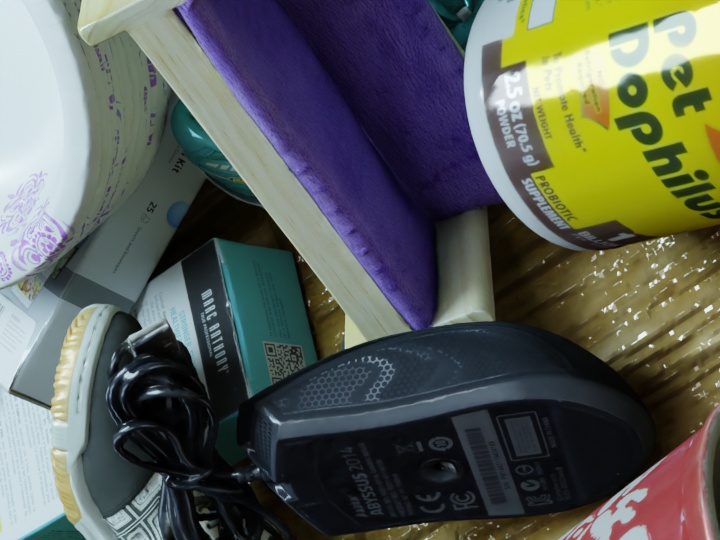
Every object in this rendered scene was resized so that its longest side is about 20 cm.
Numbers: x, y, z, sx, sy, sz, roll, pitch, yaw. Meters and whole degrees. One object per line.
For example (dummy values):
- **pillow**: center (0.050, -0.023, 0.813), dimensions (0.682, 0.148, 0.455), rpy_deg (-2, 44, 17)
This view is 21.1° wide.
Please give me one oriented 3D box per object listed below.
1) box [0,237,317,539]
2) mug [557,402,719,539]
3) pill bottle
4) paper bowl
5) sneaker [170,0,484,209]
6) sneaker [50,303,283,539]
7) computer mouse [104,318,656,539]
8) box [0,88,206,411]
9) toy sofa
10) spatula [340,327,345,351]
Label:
- **box**: center (-0.106, 0.065, 0.913), dimensions (0.200, 0.049, 0.082), rpy_deg (-31, 63, 37)
- **mug**: center (0.088, 0.156, 0.637), dimensions (0.200, 0.133, 0.178), rpy_deg (-41, 14, 37)
- **pill bottle**: center (0.140, -0.075, 0.652), dimensions (0.200, 0.109, 0.109), rpy_deg (-14, 74, 43)
- **paper bowl**: center (-0.174, -0.099, 0.830), dimensions (0.201, 0.104, 0.201), rpy_deg (14, 123, 22)
- **sneaker**: center (0.011, -0.087, 0.791), dimensions (0.200, 0.080, 0.078), rpy_deg (-31, 56, 22)
- **sneaker**: center (-0.075, 0.104, 0.828), dimensions (0.088, 0.076, 0.200), rpy_deg (-2, 115, 15)
- **computer mouse**: center (0.011, 0.055, 0.739), dimensions (0.200, 0.139, 0.053), rpy_deg (-6, 49, 8)
- **box**: center (-0.138, -0.050, 0.926), dimensions (0.156, 0.041, 0.200), rpy_deg (29, 91, 50)
- **toy sofa**: center (-0.009, -0.062, 0.725), dimensions (0.098, 0.200, 0.083), rpy_deg (-24, 35, 19)
- **spatula**: center (0.000, 0.000, 0.840), dimensions (0.057, 0.021, 0.200), rpy_deg (-1, 84, 39)
